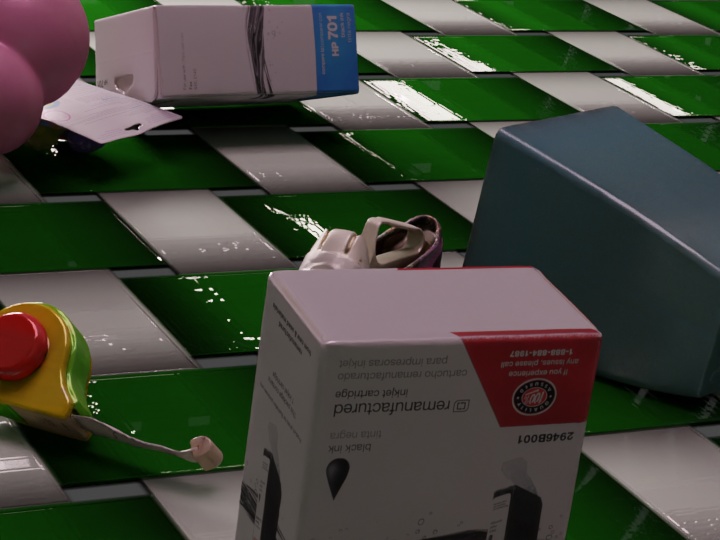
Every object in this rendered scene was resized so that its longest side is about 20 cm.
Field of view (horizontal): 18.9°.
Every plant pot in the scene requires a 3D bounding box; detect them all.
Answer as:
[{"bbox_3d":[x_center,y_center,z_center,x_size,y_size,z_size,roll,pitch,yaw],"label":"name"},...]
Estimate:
[{"bbox_3d":[0.195,-0.005,1.504,0.199,0.143,0.141,31,30,36],"label":"plant pot"}]

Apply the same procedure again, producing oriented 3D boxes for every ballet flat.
[{"bbox_3d":[0.000,0.000,1.516,0.069,0.072,0.200,18,22,26],"label":"ballet flat"}]

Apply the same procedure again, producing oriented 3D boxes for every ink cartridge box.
[{"bbox_3d":[-0.121,-0.191,1.933,0.198,0.087,0.146,-3,2,-30],"label":"ink cartridge box"},{"bbox_3d":[0.022,0.106,1.038,0.143,0.202,0.084,-1,24,-22],"label":"ink cartridge box"}]

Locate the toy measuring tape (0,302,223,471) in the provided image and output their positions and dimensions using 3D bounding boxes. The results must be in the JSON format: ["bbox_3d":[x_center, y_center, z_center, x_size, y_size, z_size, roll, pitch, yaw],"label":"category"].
[{"bbox_3d":[-0.163,0.062,1.277,0.198,0.074,0.073,13,20,23],"label":"toy measuring tape"}]

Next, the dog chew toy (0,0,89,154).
[{"bbox_3d":[-0.296,-0.149,1.708,0.123,0.125,0.201,14,59,19],"label":"dog chew toy"}]

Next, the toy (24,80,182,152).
[{"bbox_3d":[-0.265,-0.132,1.826,0.199,0.048,0.115,24,26,25],"label":"toy"}]
